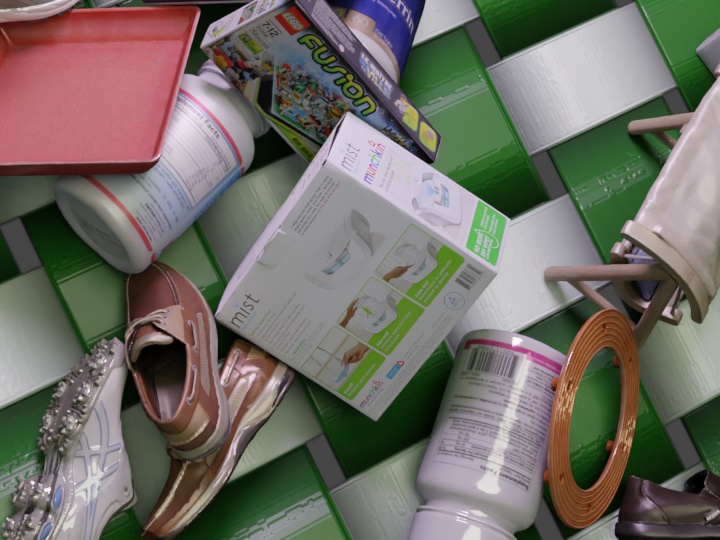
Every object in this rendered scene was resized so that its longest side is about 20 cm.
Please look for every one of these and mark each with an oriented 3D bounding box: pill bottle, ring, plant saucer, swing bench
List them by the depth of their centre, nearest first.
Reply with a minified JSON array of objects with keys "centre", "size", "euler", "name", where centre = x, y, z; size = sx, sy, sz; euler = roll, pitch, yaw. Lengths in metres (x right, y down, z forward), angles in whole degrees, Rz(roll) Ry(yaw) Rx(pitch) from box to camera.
[{"centre":[-0.244,-0.147,1.438],"size":[0.198,0.037,0.201],"euler":[-1,46,10],"name":"plant saucer"},{"centre":[-0.165,-0.100,1.482],"size":[0.109,0.109,0.200],"euler":[46,68,-3],"name":"pill bottle"},{"centre":[0.115,0.165,1.509],"size":[0.113,0.113,0.201],"euler":[23,73,-11],"name":"pill bottle"},{"centre":[-0.004,-0.232,1.531],"size":[0.115,0.116,0.201],"euler":[26,48,-10],"name":"pill bottle"},{"centre":[0.209,0.134,1.531],"size":[0.019,0.200,0.202],"euler":[7,70,30],"name":"ring"},{"centre":[0.299,-0.055,1.568],"size":[0.129,0.200,0.200],"euler":[36,71,-7],"name":"swing bench"}]

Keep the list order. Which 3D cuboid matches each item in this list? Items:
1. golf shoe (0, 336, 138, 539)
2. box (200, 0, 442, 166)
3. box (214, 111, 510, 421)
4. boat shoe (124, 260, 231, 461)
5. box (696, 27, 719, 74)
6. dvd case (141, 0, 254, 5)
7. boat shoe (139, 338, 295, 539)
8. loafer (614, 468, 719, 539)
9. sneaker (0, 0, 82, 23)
[{"centre":[-0.228,0.160,1.437],"size":[0.097,0.078,0.201],"euler":[27,77,-28],"name":"golf shoe"},{"centre":[-0.032,-0.152,1.448],"size":[0.200,0.110,0.035],"euler":[46,40,-28],"name":"box"},{"centre":[0.000,0.000,1.457],"size":[0.176,0.200,0.097],"euler":[32,33,-7],"name":"box"},{"centre":[-0.163,0.064,1.427],"size":[0.075,0.072,0.201],"euler":[-33,52,10],"name":"boat shoe"},{"centre":[0.486,-0.214,1.697],"size":[0.199,0.131,0.201],"euler":[-38,90,-21],"name":"box"},{"centre":[-0.080,-0.283,1.499],"size":[0.198,0.025,0.151],"euler":[2,38,21],"name":"dvd case"},{"centre":[-0.136,0.146,1.462],"size":[0.074,0.076,0.201],"euler":[36,62,-3],"name":"boat shoe"},{"centre":[0.336,0.222,1.586],"size":[0.198,0.073,0.072],"euler":[4,79,-16],"name":"loafer"},{"centre":[-0.313,-0.260,1.475],"size":[0.199,0.080,0.074],"euler":[-24,47,-22],"name":"sneaker"}]
